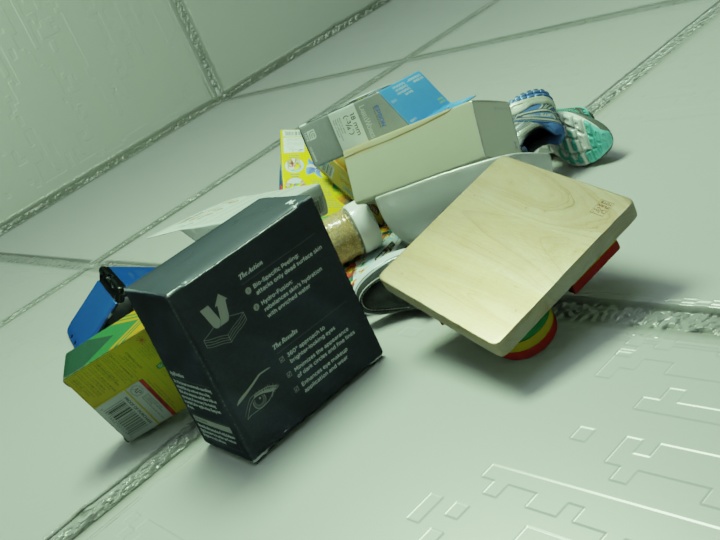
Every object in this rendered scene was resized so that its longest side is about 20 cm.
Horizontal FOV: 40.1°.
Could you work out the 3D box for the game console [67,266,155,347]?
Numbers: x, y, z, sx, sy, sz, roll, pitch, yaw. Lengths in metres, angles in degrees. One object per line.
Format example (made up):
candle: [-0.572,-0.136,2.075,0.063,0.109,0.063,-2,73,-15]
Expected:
game console: [-0.392,0.066,1.643,0.167,0.121,0.199,1,10,-23]

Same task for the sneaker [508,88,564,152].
sneaker: [0.181,-0.163,1.302,0.197,0.077,0.086,-29,60,0]

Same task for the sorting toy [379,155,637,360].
sorting toy: [0.153,-0.006,1.002,0.199,0.070,0.199,-44,36,-13]

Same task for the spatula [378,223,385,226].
spatula: [0.049,-0.065,1.418,0.197,0.021,0.056,-11,19,39]

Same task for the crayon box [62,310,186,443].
crayon box: [-0.227,0.102,1.146,0.198,0.128,0.051,-30,35,9]

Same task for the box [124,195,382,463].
box: [-0.110,0.056,1.052,0.196,0.203,0.116,-36,22,-29]

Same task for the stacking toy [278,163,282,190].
stacking toy: [-0.098,-0.060,1.498,0.114,0.111,0.202,14,49,8]

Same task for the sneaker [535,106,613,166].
sneaker: [0.298,-0.200,1.377,0.090,0.079,0.199,-26,21,-16]

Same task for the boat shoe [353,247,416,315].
boat shoe: [0.082,0.012,1.133,0.196,0.071,0.066,-15,20,8]

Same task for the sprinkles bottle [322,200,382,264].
sprinkles bottle: [-0.070,-0.019,1.271,0.197,0.069,0.068,-28,20,-8]

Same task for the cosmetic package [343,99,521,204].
cosmetic package: [0.088,-0.144,1.222,0.197,0.075,0.103,-18,-4,35]

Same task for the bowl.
bowl: [0.138,-0.082,1.208,0.197,0.076,0.199,-17,-2,26]

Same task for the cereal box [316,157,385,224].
cereal box: [0.052,-0.155,1.446,0.143,0.040,0.198,41,47,23]

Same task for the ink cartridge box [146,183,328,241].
ink cartridge box: [-0.165,-0.062,1.325,0.197,0.048,0.160,-9,15,34]

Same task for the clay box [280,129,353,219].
clay box: [-0.060,-0.122,1.454,0.112,0.048,0.203,-1,53,-6]

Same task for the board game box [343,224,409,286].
board game box: [0.000,0.000,1.298,0.124,0.035,0.201,-16,22,28]

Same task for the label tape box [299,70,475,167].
label tape box: [0.037,-0.214,1.317,0.197,0.064,0.144,-18,12,32]
